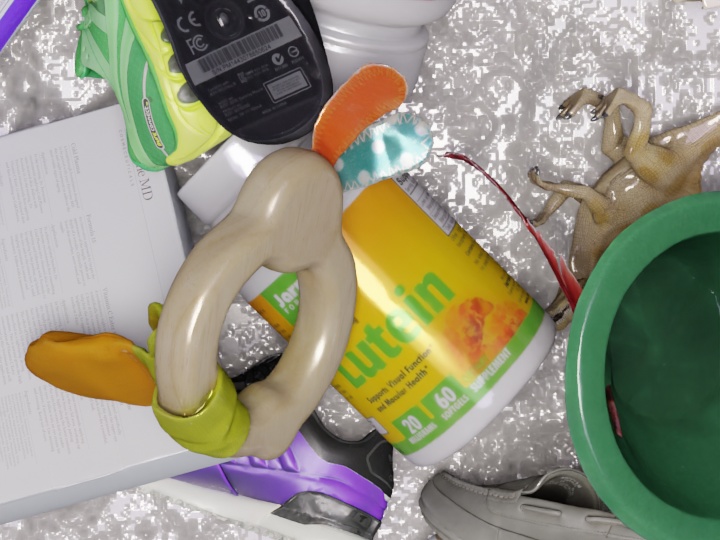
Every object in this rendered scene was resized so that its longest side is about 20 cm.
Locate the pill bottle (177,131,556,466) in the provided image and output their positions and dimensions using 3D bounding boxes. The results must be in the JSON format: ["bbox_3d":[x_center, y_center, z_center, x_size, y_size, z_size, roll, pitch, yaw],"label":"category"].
[{"bbox_3d":[0.000,0.000,0.940,0.200,0.111,0.111,45,95,-5],"label":"pill bottle"}]

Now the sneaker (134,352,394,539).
[{"bbox_3d":[-0.072,0.089,0.977,0.199,0.070,0.100,20,82,2],"label":"sneaker"}]

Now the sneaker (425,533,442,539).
[{"bbox_3d":[0.043,0.257,0.992,0.108,0.070,0.201,-22,99,0],"label":"sneaker"}]

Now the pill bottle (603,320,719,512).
[{"bbox_3d":[0.203,0.095,0.953,0.111,0.111,0.200,32,95,-4],"label":"pill bottle"}]

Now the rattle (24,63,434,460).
[{"bbox_3d":[-0.064,-0.016,0.863,0.130,0.143,0.201,15,93,-38],"label":"rattle"}]

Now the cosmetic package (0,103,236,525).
[{"bbox_3d":[-0.160,0.022,0.936,0.150,0.052,0.201,-16,73,3],"label":"cosmetic package"}]

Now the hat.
[{"bbox_3d":[0.148,0.036,0.913,0.165,0.176,0.201,-1,91,-18],"label":"hat"}]

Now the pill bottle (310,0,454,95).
[{"bbox_3d":[0.007,-0.195,0.890,0.113,0.114,0.201,14,113,-2],"label":"pill bottle"}]

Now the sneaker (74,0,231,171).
[{"bbox_3d":[-0.127,-0.141,0.915,0.083,0.074,0.201,-37,61,32],"label":"sneaker"}]

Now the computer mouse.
[{"bbox_3d":[-0.051,-0.166,0.821,0.140,0.046,0.200,-27,107,26],"label":"computer mouse"}]

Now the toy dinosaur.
[{"bbox_3d":[0.159,-0.060,0.972,0.101,0.058,0.200,41,103,-20],"label":"toy dinosaur"}]

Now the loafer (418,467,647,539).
[{"bbox_3d":[0.101,0.138,0.925,0.070,0.200,0.070,31,84,-33],"label":"loafer"}]

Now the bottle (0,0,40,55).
[{"bbox_3d":[-0.226,-0.128,0.917,0.065,0.084,0.200,19,128,-37],"label":"bottle"}]

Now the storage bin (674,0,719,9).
[{"bbox_3d":[0.259,-0.251,0.921,0.199,0.094,0.200,-9,97,1],"label":"storage bin"}]
